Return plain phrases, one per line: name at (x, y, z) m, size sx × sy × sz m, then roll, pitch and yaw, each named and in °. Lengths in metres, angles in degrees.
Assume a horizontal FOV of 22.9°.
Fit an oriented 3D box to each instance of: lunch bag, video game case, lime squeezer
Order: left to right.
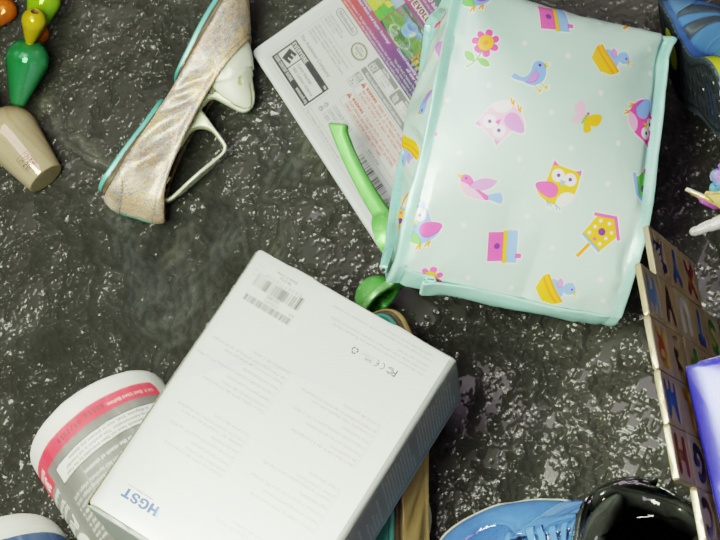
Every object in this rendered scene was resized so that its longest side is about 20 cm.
lime squeezer at (0.000, 0.000, 1.247) m, size 0.070 × 0.038 × 0.202 m, roll 6°, pitch 91°, yaw 7°
video game case at (0.042, -0.139, 1.313) m, size 0.181 × 0.023 × 0.201 m, roll -35°, pitch 67°, yaw 4°
lunch bag at (0.110, -0.070, 1.192) m, size 0.169 × 0.122 × 0.202 m, roll 12°, pitch 80°, yaw -8°

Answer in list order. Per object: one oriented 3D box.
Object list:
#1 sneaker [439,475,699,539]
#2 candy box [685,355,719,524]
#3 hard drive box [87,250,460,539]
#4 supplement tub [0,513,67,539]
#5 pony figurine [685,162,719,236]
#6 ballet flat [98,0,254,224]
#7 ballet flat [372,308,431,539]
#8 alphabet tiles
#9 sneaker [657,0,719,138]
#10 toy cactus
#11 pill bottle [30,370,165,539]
sneaker at (0.135, 0.176, 1.142) m, size 0.198 × 0.111 × 0.078 m, roll -3°, pitch 73°, yaw 15°
candy box at (0.304, 0.136, 1.069) m, size 0.168 × 0.077 × 0.202 m, roll -15°, pitch 77°, yaw 22°
hard drive box at (-0.052, 0.114, 1.133) m, size 0.155 × 0.077 × 0.201 m, roll 29°, pitch 72°, yaw 17°
supplement tub at (-0.229, 0.283, 1.196) m, size 0.144 × 0.145 × 0.201 m, roll -33°, pitch 68°, yaw 4°
pony figurine at (0.336, -0.050, 1.147) m, size 0.200 × 0.167 × 0.194 m, roll 39°, pitch 95°, yaw 7°
ballet flat at (-0.120, -0.122, 1.339) m, size 0.067 × 0.068 × 0.201 m, roll 31°, pitch 89°, yaw 2°
ballet flat at (0.022, 0.129, 1.215) m, size 0.068 × 0.063 × 0.202 m, roll -5°, pitch 76°, yaw 38°
alphabet tiles at (0.213, 0.078, 1.121) m, size 0.006 × 0.166 × 0.202 m, roll -15°, pitch 70°, yaw 23°
sneaker at (0.252, -0.143, 1.187) m, size 0.078 × 0.200 × 0.067 m, roll -17°, pitch 113°, yaw 0°
toy cactus at (-0.293, -0.136, 1.378) m, size 0.200 × 0.102 × 0.165 m, roll -40°, pitch 77°, yaw -8°
pill bottle at (-0.134, 0.177, 1.218) m, size 0.110 × 0.111 × 0.201 m, roll -38°, pitch 66°, yaw 2°
